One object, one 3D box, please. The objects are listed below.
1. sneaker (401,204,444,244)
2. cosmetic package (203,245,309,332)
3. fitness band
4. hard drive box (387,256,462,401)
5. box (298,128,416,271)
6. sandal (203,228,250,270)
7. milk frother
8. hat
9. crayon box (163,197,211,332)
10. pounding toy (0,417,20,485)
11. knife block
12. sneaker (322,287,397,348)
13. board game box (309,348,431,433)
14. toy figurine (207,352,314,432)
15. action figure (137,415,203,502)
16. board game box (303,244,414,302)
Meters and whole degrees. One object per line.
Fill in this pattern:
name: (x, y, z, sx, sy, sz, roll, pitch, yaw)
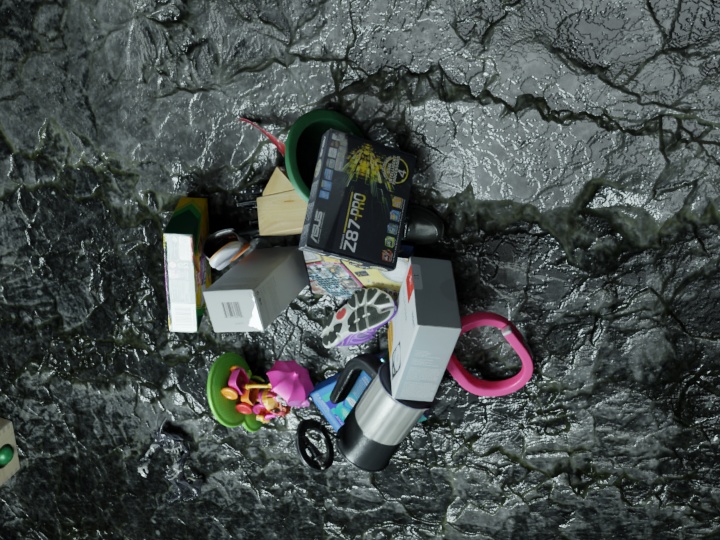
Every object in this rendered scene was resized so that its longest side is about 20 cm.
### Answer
sneaker: (0.045, -0.075, 1.381, 0.199, 0.079, 0.076, 11, 117, 15)
cosmetic package: (-0.185, 0.030, 1.448, 0.107, 0.200, 0.085, -3, 112, 25)
fitness band: (0.224, 0.153, 1.410, 0.143, 0.037, 0.200, -27, 126, 19)
hard drive box: (0.106, 0.102, 1.362, 0.077, 0.156, 0.200, 6, 134, -9)
box: (-0.003, -0.113, 1.301, 0.161, 0.049, 0.201, 15, 81, -18)
sandal: (-0.252, -0.047, 1.453, 0.079, 0.207, 0.059, -39, 91, -4)
milk frother: (0.003, 0.270, 1.438, 0.180, 0.200, 0.188, 34, 121, 7)
hat: (-0.097, -0.189, 1.395, 0.176, 0.165, 0.201, -9, 88, 58)
crayon box: (-0.321, -0.013, 1.492, 0.058, 0.173, 0.201, 3, 117, -1)
pounding toy: (-0.954, 0.452, 1.978, 0.199, 0.142, 0.185, 12, 118, 16)
knife block: (-0.137, -0.086, 1.408, 0.200, 0.064, 0.176, 49, 123, 30)
sneaker: (0.007, 0.090, 1.467, 0.083, 0.081, 0.200, 11, 155, -33)
board game box: (0.018, 0.258, 1.569, 0.200, 0.045, 0.152, -29, 101, 30)
toy figurine: (-0.174, 0.247, 1.582, 0.184, 0.150, 0.200, -8, 133, 27)
action figure: (-0.432, 0.434, 1.795, 0.119, 0.102, 0.201, -6, 114, 36)
board game box: (0.000, 0.000, 1.433, 0.199, 0.035, 0.136, 9, 138, 16)
